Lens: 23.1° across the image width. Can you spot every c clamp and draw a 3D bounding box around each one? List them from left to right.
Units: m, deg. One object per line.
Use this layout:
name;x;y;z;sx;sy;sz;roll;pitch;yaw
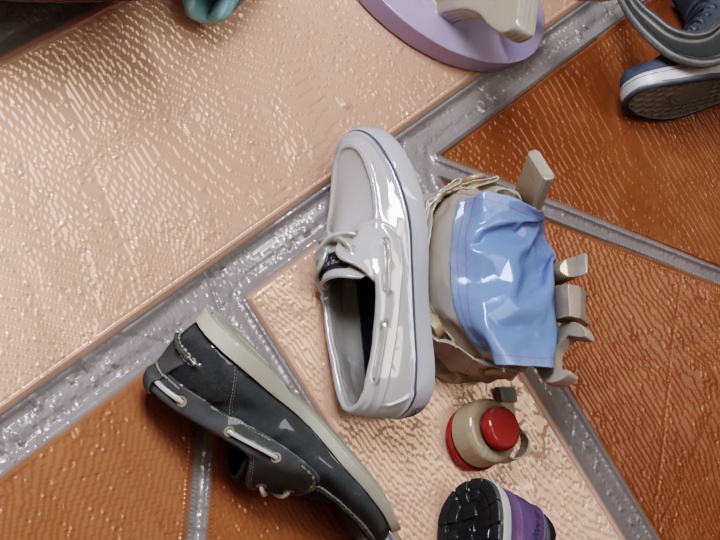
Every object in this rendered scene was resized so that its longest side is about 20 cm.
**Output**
c clamp;0.273;-0.253;1.444;0.171;0.027;0.200;39;61;10

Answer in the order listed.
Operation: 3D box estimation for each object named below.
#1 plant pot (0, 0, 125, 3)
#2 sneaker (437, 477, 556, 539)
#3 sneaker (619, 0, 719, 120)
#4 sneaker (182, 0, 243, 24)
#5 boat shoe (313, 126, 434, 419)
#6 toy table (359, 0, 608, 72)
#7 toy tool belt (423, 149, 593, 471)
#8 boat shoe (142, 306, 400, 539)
plant pot;-0.211;-0.234;1.036;0.199;0.187;0.188;-17;85;-27
sneaker;0.101;0.243;1.165;0.087;0.076;0.201;27;59;-36
sneaker;0.273;-0.210;1.473;0.202;0.077;0.147;-15;74;-32
sneaker;-0.092;-0.233;1.117;0.077;0.200;0.087;15;61;14
boat shoe;0.000;0.000;1.177;0.066;0.072;0.201;3;80;-43
toy table;0.089;-0.233;1.301;0.199;0.117;0.185;13;66;-36
toy tool belt;0.100;0.028;1.207;0.125;0.123;0.201;4;72;-38
boat shoe;-0.052;0.109;1.106;0.068;0.072;0.200;-45;115;-2
